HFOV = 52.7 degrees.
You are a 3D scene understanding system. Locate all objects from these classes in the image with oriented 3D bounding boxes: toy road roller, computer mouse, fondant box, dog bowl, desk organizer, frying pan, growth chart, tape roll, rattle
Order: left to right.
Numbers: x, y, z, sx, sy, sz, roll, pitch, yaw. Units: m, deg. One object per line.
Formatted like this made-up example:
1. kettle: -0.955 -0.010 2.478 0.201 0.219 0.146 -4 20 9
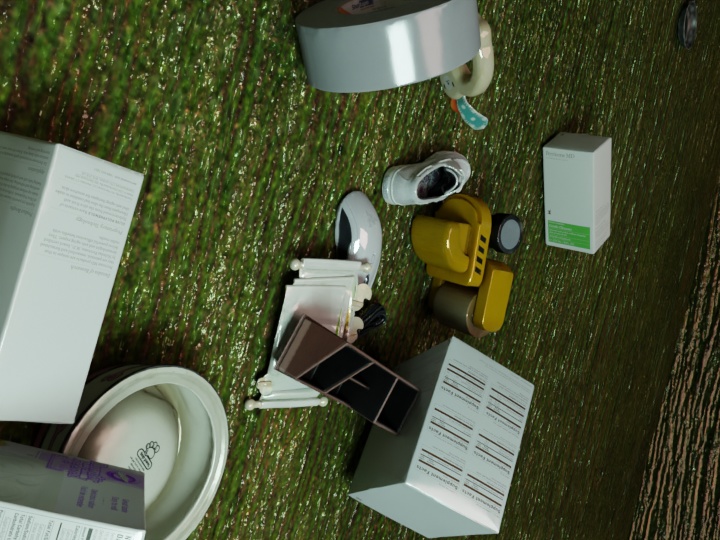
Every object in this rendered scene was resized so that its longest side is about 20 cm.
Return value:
1. fondant box: -0.257 0.168 0.520 0.195 0.144 0.060 20 85 -17
2. dog bowl: -0.223 0.181 0.697 0.198 0.072 0.206 -20 115 -48
3. growth chart: -0.056 0.079 0.893 0.142 0.018 0.206 13 96 -42
4. desk organizer: -0.009 0.132 0.887 0.073 0.076 0.199 -60 142 -7
5. computer mouse: 0.000 0.000 0.956 0.108 0.043 0.206 -20 116 -47
6. tape roll: 0.030 -0.259 0.786 0.199 0.197 0.068 -39 129 -38
7. rattle: 0.107 -0.258 0.999 0.142 0.130 0.202 -41 158 -23
8. toy road roller: 0.142 -0.010 1.084 0.143 0.122 0.206 5 97 -38
9. frying pan: 0.843 -0.668 1.862 0.114 0.030 0.196 -13 108 -50

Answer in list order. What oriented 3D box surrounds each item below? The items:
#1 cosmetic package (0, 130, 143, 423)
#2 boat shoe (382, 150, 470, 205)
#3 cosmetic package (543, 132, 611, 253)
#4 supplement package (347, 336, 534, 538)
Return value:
1. cosmetic package: -0.257 0.004 0.570 0.084 0.106 0.206 16 90 -53
2. boat shoe: 0.112 -0.131 1.041 0.197 0.067 0.074 -11 110 -50
3. cosmetic package: 0.414 -0.149 1.389 0.084 0.106 0.205 -36 126 -39
4. supplement package: 0.108 0.234 0.992 0.145 0.191 0.204 29 62 -12
